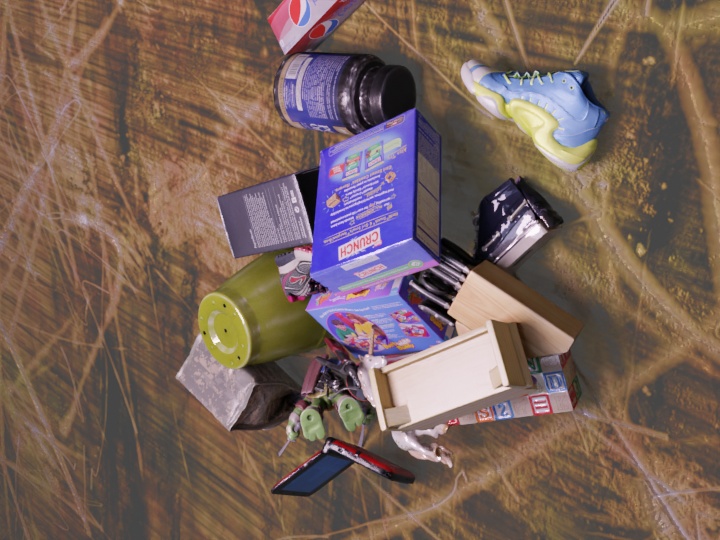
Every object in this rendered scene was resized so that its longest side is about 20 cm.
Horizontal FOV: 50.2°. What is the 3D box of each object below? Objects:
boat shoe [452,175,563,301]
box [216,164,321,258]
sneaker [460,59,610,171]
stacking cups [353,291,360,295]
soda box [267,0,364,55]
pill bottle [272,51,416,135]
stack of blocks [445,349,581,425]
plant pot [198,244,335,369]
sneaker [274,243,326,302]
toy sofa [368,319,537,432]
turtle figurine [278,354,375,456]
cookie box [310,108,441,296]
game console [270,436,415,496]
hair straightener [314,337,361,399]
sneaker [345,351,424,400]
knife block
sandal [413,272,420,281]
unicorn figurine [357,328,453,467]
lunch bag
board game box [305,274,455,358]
[{"bbox_3d":[0.178,-0.039,1.043,0.200,0.074,0.093,-45,71,33],"label":"boat shoe"},{"bbox_3d":[-0.106,-0.098,1.212,0.198,0.147,0.106,-8,101,42],"label":"box"},{"bbox_3d":[0.220,-0.218,0.940,0.200,0.075,0.106,42,118,12],"label":"sneaker"},{"bbox_3d":[0.036,-0.055,1.108,0.060,0.060,0.202,34,100,26],"label":"stacking cups"},{"bbox_3d":[-0.047,-0.393,1.100,0.199,0.069,0.064,-32,84,44],"label":"soda box"},{"bbox_3d":[-0.022,-0.254,1.103,0.197,0.111,0.114,15,116,38],"label":"pill bottle"},{"bbox_3d":[0.194,0.142,1.072,0.197,0.058,0.117,-15,97,31],"label":"stack of blocks"},{"bbox_3d":[-0.162,0.071,1.297,0.198,0.192,0.204,16,117,35],"label":"plant pot"},{"bbox_3d":[-0.067,0.000,1.160,0.199,0.079,0.076,161,98,-66],"label":"sneaker"},{"bbox_3d":[0.116,0.136,0.966,0.198,0.097,0.084,-27,66,31],"label":"toy sofa"},{"bbox_3d":[-0.047,0.256,1.287,0.141,0.194,0.204,18,90,-4],"label":"turtle figurine"},{"bbox_3d":[0.021,-0.087,1.020,0.169,0.075,0.204,-18,55,34],"label":"cookie box"},{"bbox_3d":[-0.022,0.345,1.243,0.170,0.200,0.120,22,80,20],"label":"game console"},{"bbox_3d":[-0.037,0.162,1.191,0.078,0.040,0.200,-63,19,0],"label":"hair straightener"},{"bbox_3d":[0.078,0.153,1.204,0.196,0.087,0.075,-5,99,18],"label":"sneaker"},{"bbox_3d":[0.166,0.026,0.983,0.197,0.064,0.179,-13,98,31],"label":"knife block"},{"bbox_3d":[0.000,0.000,1.197,0.197,0.054,0.083,7,71,38],"label":"sandal"},{"bbox_3d":[0.057,0.197,1.113,0.136,0.073,0.204,1,110,56],"label":"unicorn figurine"},{"bbox_3d":[-0.203,0.202,1.386,0.163,0.199,0.119,36,100,29],"label":"lunch bag"},{"bbox_3d":[0.030,0.071,1.181,0.198,0.045,0.135,-12,133,43],"label":"board game box"}]
